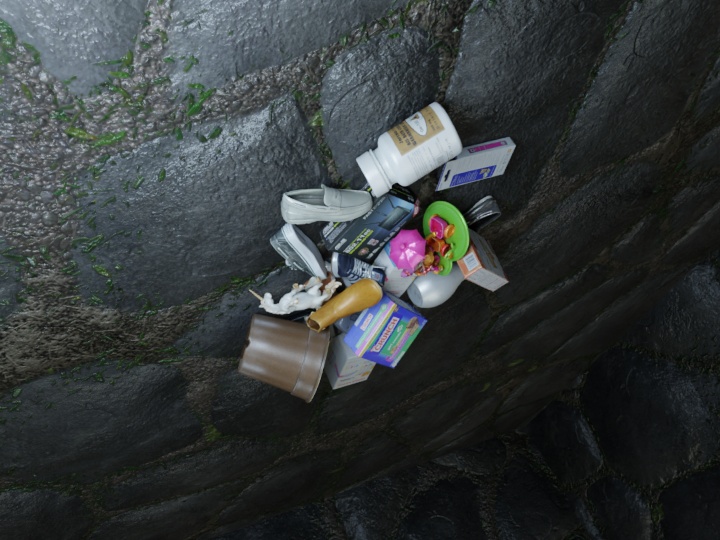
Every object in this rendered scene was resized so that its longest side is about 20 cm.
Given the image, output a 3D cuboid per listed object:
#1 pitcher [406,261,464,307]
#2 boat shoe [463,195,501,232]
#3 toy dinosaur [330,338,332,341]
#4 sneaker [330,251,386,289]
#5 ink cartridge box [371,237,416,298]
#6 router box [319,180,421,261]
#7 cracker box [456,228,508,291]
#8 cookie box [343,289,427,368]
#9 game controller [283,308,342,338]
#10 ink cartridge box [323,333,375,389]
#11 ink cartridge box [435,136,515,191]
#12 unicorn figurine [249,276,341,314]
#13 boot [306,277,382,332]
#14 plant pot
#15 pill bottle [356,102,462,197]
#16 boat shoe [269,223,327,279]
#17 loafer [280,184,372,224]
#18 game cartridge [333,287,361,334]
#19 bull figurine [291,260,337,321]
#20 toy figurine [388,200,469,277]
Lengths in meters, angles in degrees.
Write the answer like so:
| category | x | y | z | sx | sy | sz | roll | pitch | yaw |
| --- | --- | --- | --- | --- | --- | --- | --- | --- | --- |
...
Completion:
| category | x | y | z | sx | sy | sz | roll | pitch | yaw |
| --- | --- | --- | --- | --- | --- | --- | --- | --- | --- |
| pitcher | 0.226 | 0.003 | 1.744 | 0.197 | 0.121 | 0.174 | -28 | 138 | -22 |
| boat shoe | 0.285 | -0.115 | 1.658 | 0.199 | 0.058 | 0.066 | -41 | 148 | 19 |
| toy dinosaur | -0.099 | 0.152 | 1.740 | 0.196 | 0.061 | 0.107 | -25 | 148 | -7 |
| sneaker | 0.000 | 0.000 | 1.537 | 0.106 | 0.072 | 0.200 | 7 | 163 | 18 |
| ink cartridge box | 0.085 | 0.006 | 1.664 | 0.113 | 0.069 | 0.201 | 0 | 139 | -40 |
| router box | 0.024 | -0.117 | 1.435 | 0.148 | 0.063 | 0.200 | 13 | 130 | -47 |
| cracker box | 0.304 | -0.032 | 1.626 | 0.057 | 0.136 | 0.199 | -33 | 154 | 22 |
| cookie box | 0.070 | 0.160 | 1.688 | 0.173 | 0.075 | 0.199 | -55 | 144 | 6 |
| game controller | -0.142 | 0.157 | 1.694 | 0.195 | 0.042 | 0.106 | -18 | 128 | -6 |
| ink cartridge box | -0.034 | 0.251 | 1.876 | 0.126 | 0.127 | 0.202 | -10 | 145 | -28 |
| ink cartridge box | 0.264 | -0.248 | 1.464 | 0.196 | 0.037 | 0.096 | -18 | 149 | -22 |
| unicorn figurine | -0.150 | 0.065 | 1.466 | 0.195 | 0.076 | 0.137 | 6 | 156 | -22 |
| boot | -0.042 | 0.091 | 1.489 | 0.143 | 0.072 | 0.200 | -35 | -175 | -31 |
| plant pot | -0.197 | 0.206 | 1.577 | 0.194 | 0.203 | 0.202 | 17 | 135 | -11 |
| pill bottle | 0.095 | -0.238 | 1.260 | 0.197 | 0.116 | 0.115 | -31 | 150 | 4 |
| boat shoe | -0.141 | -0.037 | 1.426 | 0.070 | 0.073 | 0.201 | -24 | 140 | 11 |
| loafer | -0.068 | -0.142 | 1.302 | 0.195 | 0.071 | 0.071 | -10 | 139 | -15 |
| game cartridge | 0.002 | 0.119 | 1.730 | 0.199 | 0.040 | 0.136 | 25 | 81 | -55 |
| bull figurine | -0.108 | 0.054 | 1.581 | 0.119 | 0.066 | 0.202 | -20 | 144 | -1 |
| toy figurine | 0.143 | -0.045 | 1.500 | 0.182 | 0.149 | 0.204 | -25 | 137 | -36 |
